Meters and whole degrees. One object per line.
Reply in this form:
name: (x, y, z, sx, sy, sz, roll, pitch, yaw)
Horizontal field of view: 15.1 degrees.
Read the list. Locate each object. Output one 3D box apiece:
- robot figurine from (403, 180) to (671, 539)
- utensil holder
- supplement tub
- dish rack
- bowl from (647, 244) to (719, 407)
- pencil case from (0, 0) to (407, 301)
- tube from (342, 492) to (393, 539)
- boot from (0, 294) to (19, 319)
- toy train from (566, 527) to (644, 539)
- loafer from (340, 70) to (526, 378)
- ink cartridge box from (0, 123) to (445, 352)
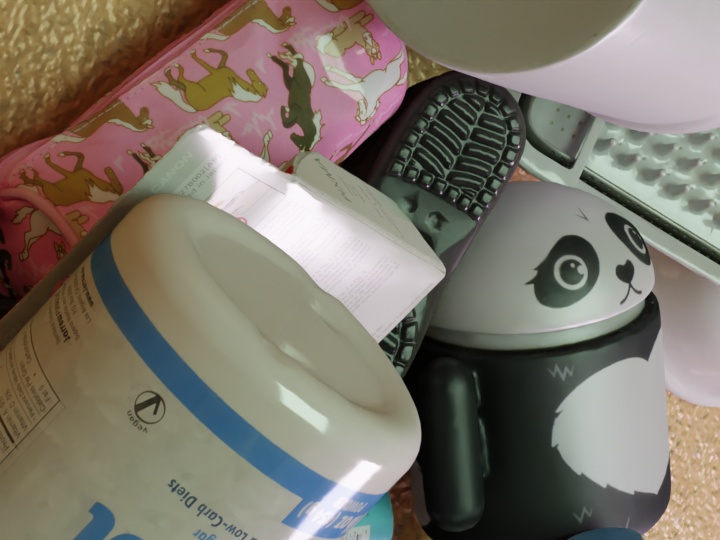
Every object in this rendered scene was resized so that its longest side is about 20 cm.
robot figurine: (0.082, 0.058, 1.253, 0.125, 0.150, 0.200, -7, 109, -4)
utensil holder: (0.101, -0.151, 1.150, 0.200, 0.170, 0.170, 6, 95, -62)
supplement tub: (-0.088, 0.084, 0.941, 0.200, 0.132, 0.132, -48, 137, 13)
dish rack: (0.167, -0.084, 1.320, 0.200, 0.044, 0.172, 30, 74, -13)
bowl: (0.231, -0.019, 1.418, 0.201, 0.090, 0.201, -12, 107, -44)
pencil case: (-0.070, -0.050, 1.105, 0.200, 0.087, 0.083, -42, 163, -32)
tube: (-0.076, 0.119, 1.166, 0.200, 0.050, 0.078, -6, 101, -40)
boot: (-0.207, 0.068, 1.002, 0.200, 0.070, 0.132, 7, 99, -43)
toy train: (0.104, 0.201, 1.145, 0.200, 0.085, 0.116, -60, 134, -63)
loafer: (0.000, 0.000, 1.190, 0.073, 0.071, 0.200, 38, 90, -17)
ink cartridge box: (-0.074, 0.016, 1.038, 0.161, 0.050, 0.200, -45, 147, 9)
